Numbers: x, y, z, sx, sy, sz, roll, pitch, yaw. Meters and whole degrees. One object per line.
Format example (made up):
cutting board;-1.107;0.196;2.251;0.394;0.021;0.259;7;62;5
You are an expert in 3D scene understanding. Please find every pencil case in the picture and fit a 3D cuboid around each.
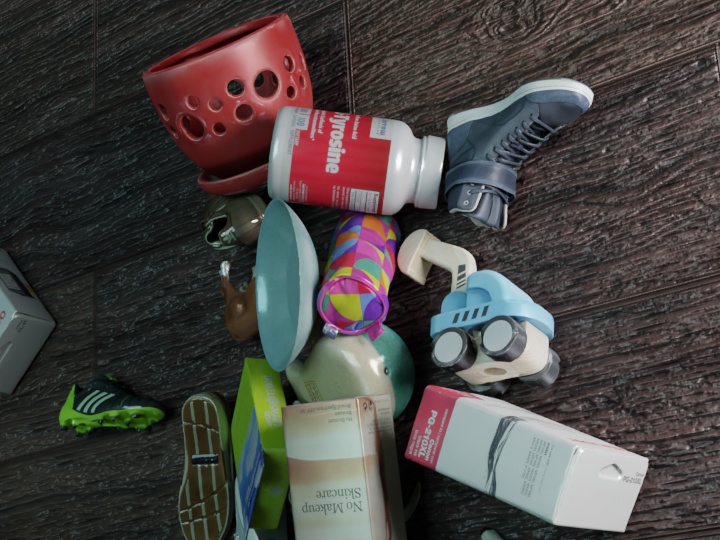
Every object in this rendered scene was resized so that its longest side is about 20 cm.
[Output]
pencil case;0.000;0.000;1.632;0.088;0.088;0.200;-39;19;25

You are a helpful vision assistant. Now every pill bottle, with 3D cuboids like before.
pill bottle;-0.004;-0.126;1.653;0.199;0.112;0.113;7;80;1

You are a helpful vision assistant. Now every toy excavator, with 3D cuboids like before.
toy excavator;0.127;0.035;1.576;0.194;0.100;0.201;-15;56;35

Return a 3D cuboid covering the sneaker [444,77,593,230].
sneaker;0.174;-0.124;1.568;0.202;0.077;0.147;-19;55;46

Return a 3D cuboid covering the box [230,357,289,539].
box;-0.117;0.211;1.674;0.200;0.047;0.122;-107;27;-55

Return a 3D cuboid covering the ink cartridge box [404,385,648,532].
ink cartridge box;0.171;0.193;1.447;0.200;0.144;0.085;19;92;42

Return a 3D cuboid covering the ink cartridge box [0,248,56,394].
ink cartridge box;-0.570;0.071;2.147;0.148;0.085;0.200;-55;52;14

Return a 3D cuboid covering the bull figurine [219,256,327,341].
bull figurine;-0.100;0.013;1.782;0.200;0.065;0.122;-30;56;27

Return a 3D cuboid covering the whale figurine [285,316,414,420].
whale figurine;-0.011;0.123;1.664;0.200;0.104;0.160;-19;97;58

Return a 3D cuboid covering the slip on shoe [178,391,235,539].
slip on shoe;-0.193;0.254;1.799;0.076;0.061;0.201;-3;94;17

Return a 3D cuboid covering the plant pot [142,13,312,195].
plant pot;-0.150;-0.207;1.779;0.200;0.200;0.183;-9;113;38

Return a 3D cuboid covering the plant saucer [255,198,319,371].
plant saucer;-0.081;0.017;1.637;0.201;0.039;0.202;179;90;-72

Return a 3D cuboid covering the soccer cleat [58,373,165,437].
soccer cleat;-0.343;0.181;1.942;0.199;0.067;0.081;-9;60;39

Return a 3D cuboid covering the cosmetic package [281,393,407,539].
cosmetic package;-0.016;0.240;1.529;0.103;0.087;0.201;-11;84;25

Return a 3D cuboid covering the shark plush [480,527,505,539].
shark plush;0.168;0.346;1.487;0.199;0.091;0.084;19;111;21

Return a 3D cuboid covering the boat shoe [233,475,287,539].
boat shoe;-0.128;0.337;1.709;0.071;0.070;0.202;-38;54;32

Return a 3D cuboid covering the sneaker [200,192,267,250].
sneaker;-0.179;-0.064;1.812;0.071;0.075;0.200;63;160;-11

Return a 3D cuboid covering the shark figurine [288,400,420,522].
shark figurine;-0.035;0.264;1.635;0.214;0.089;0.129;35;115;29
